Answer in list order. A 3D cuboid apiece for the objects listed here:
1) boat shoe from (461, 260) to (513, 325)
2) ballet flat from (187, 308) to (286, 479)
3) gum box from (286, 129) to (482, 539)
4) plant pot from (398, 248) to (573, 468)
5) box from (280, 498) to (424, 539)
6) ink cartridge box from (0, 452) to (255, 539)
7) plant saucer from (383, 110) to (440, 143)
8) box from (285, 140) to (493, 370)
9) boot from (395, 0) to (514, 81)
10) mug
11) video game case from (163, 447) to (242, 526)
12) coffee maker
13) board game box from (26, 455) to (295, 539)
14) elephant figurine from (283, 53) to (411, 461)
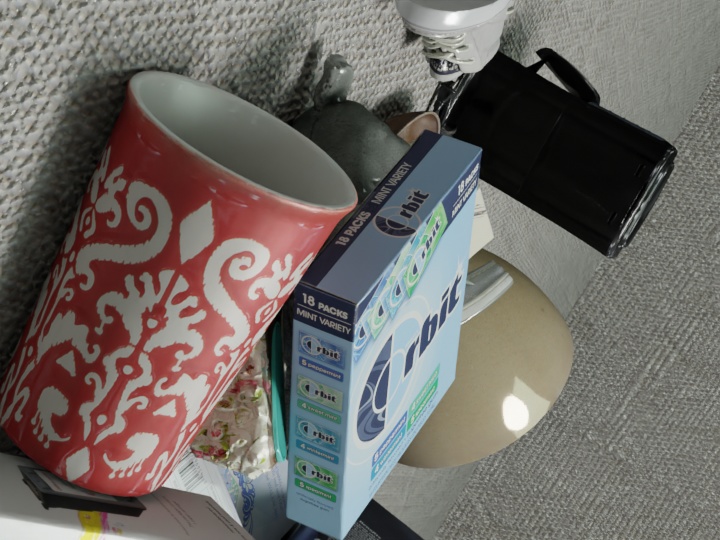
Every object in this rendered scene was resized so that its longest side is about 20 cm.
[{"bbox_3d":[0.020,0.034,1.238,0.202,0.065,0.074,-22,180,5],"label":"boat shoe"},{"bbox_3d":[-0.076,0.025,0.959,0.076,0.064,0.200,63,27,-75],"label":"ballet flat"},{"bbox_3d":[0.015,0.040,0.985,0.170,0.045,0.200,-50,153,-44],"label":"gum box"},{"bbox_3d":[0.064,0.049,1.350,0.200,0.200,0.135,-52,130,-25],"label":"plant pot"},{"bbox_3d":[-0.044,0.277,1.174,0.200,0.123,0.198,-51,-178,6],"label":"box"},{"bbox_3d":[-0.169,0.186,0.856,0.200,0.086,0.148,17,100,-39],"label":"ink cartridge box"},{"bbox_3d":[0.000,-0.049,1.303,0.200,0.032,0.200,-53,165,-21],"label":"plant saucer"},{"bbox_3d":[0.000,0.000,1.187,0.200,0.082,0.068,-43,146,-14],"label":"box"},{"bbox_3d":[0.074,-0.181,1.183,0.200,0.073,0.096,-40,150,-56],"label":"boot"},{"bbox_3d":[-0.099,0.010,0.875,0.200,0.133,0.177,-60,165,18],"label":"mug"},{"bbox_3d":[-0.148,0.191,0.967,0.182,0.022,0.200,-40,128,-32],"label":"video game case"},{"bbox_3d":[0.173,-0.100,1.449,0.192,0.200,0.135,-39,155,-55],"label":"coffee maker"},{"bbox_3d":[-0.125,0.140,1.058,0.199,0.043,0.200,-43,130,-47],"label":"board game box"},{"bbox_3d":[-0.029,-0.005,1.052,0.141,0.155,0.200,-41,-165,50],"label":"elephant figurine"}]
